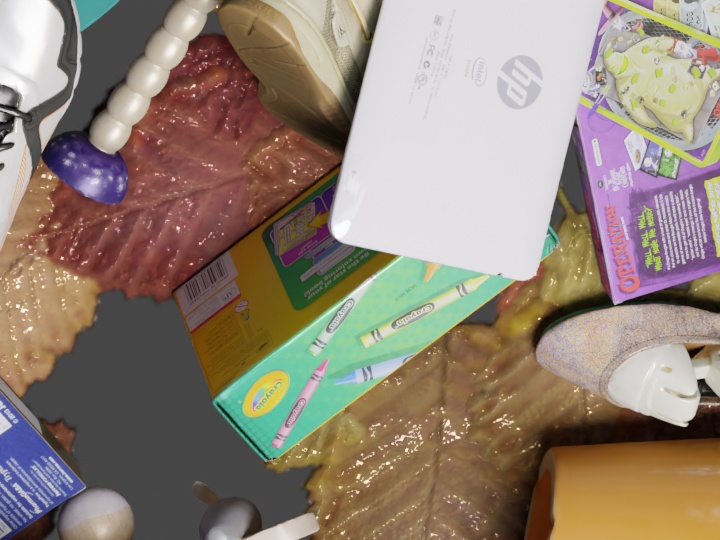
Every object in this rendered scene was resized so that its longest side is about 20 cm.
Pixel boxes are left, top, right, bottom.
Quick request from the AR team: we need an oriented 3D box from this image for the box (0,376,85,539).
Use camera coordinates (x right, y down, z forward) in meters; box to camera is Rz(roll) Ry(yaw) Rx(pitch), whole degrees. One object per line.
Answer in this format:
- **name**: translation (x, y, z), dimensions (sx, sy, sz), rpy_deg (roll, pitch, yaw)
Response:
- **box**: translation (-0.270, 0.133, 1.605), dimensions (0.200, 0.032, 0.121), rpy_deg (-35, 121, 3)

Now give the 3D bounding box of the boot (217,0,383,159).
- **boot**: translation (0.004, -0.149, 1.494), dimensions (0.156, 0.073, 0.200), rpy_deg (-59, 156, -12)

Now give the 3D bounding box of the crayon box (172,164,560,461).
- **crayon box**: translation (0.000, 0.000, 1.556), dimensions (0.200, 0.119, 0.058), rpy_deg (-37, 122, 7)

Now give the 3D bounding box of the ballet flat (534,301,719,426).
- **ballet flat**: translation (0.203, 0.058, 1.671), dimensions (0.200, 0.067, 0.068), rpy_deg (-1, 136, -14)

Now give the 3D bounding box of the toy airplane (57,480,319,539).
- **toy airplane**: translation (-0.145, 0.185, 1.608), dimensions (0.200, 0.141, 0.199), rpy_deg (-3, 152, -29)

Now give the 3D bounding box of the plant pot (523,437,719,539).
- **plant pot**: translation (0.192, 0.179, 1.683), dimensions (0.183, 0.200, 0.200), rpy_deg (9, 117, -2)

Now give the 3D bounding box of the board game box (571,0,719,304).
- **board game box**: translation (0.179, -0.085, 1.613), dimensions (0.120, 0.032, 0.200), rpy_deg (-19, 122, -8)

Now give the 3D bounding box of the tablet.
- **tablet**: translation (0.061, -0.101, 1.455), dimensions (0.130, 0.014, 0.200), rpy_deg (12, 95, -31)

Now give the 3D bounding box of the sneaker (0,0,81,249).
- **sneaker**: translation (-0.187, -0.056, 1.412), dimensions (0.074, 0.080, 0.200), rpy_deg (16, 112, -11)

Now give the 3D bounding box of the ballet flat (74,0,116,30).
- **ballet flat**: translation (-0.129, -0.183, 1.435), dimensions (0.200, 0.067, 0.068), rpy_deg (-37, 144, 23)

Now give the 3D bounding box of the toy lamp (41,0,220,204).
- **toy lamp**: translation (-0.094, -0.127, 1.495), dimensions (0.058, 0.058, 0.200), rpy_deg (24, 110, -26)
